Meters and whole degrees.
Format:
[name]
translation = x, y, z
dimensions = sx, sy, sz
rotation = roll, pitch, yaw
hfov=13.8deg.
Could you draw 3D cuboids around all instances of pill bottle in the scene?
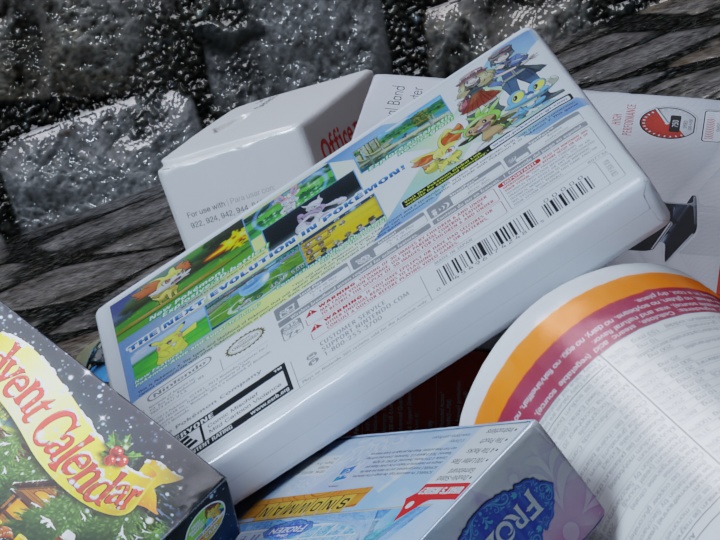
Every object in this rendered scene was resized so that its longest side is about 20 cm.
[pill bottle]
translation = 0.122, 0.089, 0.906
dimensions = 0.109, 0.110, 0.200
rotation = -23, 39, -20

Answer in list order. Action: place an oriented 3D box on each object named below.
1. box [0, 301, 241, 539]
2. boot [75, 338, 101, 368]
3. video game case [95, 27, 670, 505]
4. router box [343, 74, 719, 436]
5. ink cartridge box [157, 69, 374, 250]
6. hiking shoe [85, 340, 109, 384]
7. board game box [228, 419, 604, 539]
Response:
[box]
translation = -0.157, 0.066, 0.945
dimensions = 0.200, 0.038, 0.137
rotation = 35, 67, 26
[boot]
translation = -0.023, 0.078, 1.301
dimensions = 0.174, 0.066, 0.200
rotation = 17, -2, 12
[video game case]
translation = 0.000, 0.000, 1.037
dimensions = 0.200, 0.022, 0.182
rotation = -34, 22, 4
[router box]
translation = 0.076, -0.002, 1.140
dimensions = 0.178, 0.049, 0.200
rotation = 5, 32, 8
[ink cartridge box]
translation = -0.015, 0.012, 1.530
dimensions = 0.084, 0.201, 0.146
rotation = -16, 10, 18
[hiking shoe]
translation = -0.091, 0.068, 1.176
dimensions = 0.199, 0.075, 0.087
rotation = -29, 53, -8
[board game box]
translation = -0.048, 0.129, 0.914
dimensions = 0.199, 0.041, 0.200
rotation = -44, 15, -24
